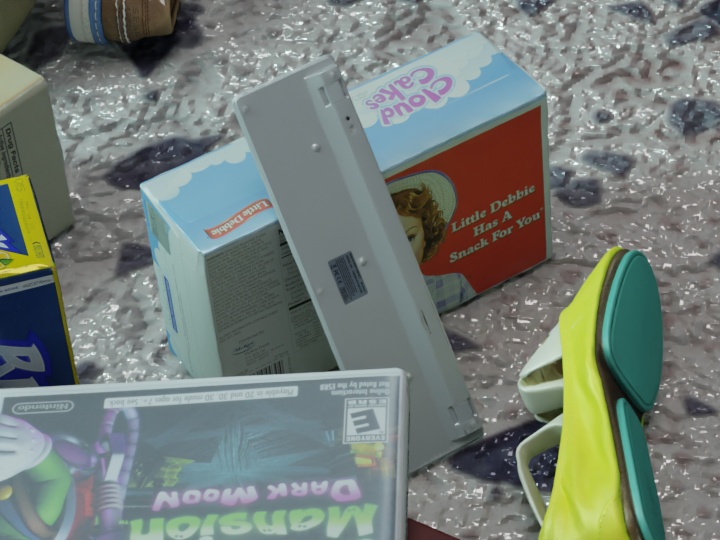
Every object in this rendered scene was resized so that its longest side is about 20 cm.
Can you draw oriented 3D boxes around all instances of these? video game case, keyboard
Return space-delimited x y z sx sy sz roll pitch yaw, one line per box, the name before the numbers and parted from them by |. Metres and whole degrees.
video game case | -0.081 0.113 1.060 0.199 0.023 0.182 -3 43 5
keyboard | 0.000 0.000 1.265 0.056 0.201 0.011 -25 10 -15

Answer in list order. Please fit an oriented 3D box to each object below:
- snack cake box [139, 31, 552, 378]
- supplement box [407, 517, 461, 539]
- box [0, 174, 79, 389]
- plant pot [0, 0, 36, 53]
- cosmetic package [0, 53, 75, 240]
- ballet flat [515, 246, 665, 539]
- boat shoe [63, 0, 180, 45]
snack cake box | -0.003 -0.024 1.330 0.199 0.115 0.067 -25 45 -20
supplement box | -0.029 0.206 1.069 0.199 0.133 0.197 20 49 27
box | -0.158 0.058 1.196 0.064 0.201 0.070 -14 42 -8
plant pot | -0.258 -0.184 1.522 0.199 0.135 0.201 -4 43 4
cosmetic package | -0.248 -0.023 1.370 0.071 0.105 0.200 29 52 33
ballet flat | 0.106 0.067 1.260 0.067 0.067 0.200 -17 41 20
boat shoe | -0.111 -0.206 1.584 0.072 0.072 0.201 10 55 11
